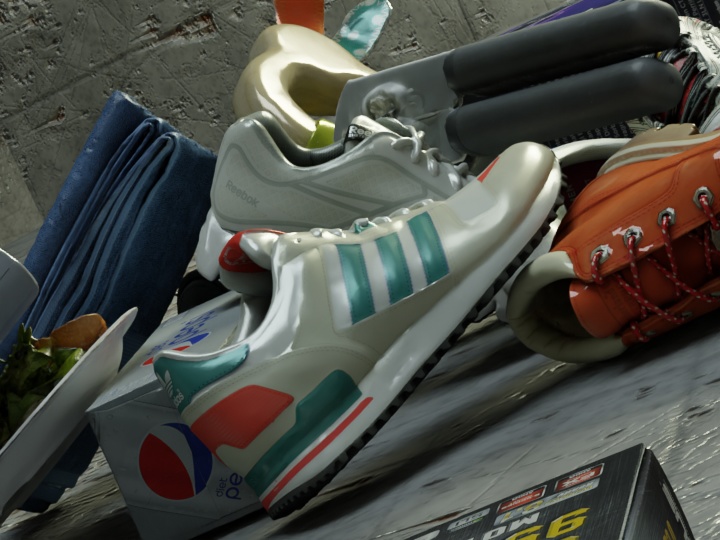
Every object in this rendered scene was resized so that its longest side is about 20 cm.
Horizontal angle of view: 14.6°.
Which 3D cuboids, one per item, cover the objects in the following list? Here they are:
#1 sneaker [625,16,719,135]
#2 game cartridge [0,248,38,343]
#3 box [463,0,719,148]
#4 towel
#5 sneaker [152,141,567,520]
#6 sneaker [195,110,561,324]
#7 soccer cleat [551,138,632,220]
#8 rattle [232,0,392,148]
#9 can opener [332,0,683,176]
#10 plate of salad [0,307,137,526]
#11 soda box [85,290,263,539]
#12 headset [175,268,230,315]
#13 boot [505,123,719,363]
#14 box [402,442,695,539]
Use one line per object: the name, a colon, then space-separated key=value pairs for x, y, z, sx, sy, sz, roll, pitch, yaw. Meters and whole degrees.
sneaker: x=0.150 y=-0.067 z=1.249 sx=0.078 sy=0.082 sz=0.200 roll=-58 pitch=3 yaw=10
game cartridge: x=-0.204 y=0.068 z=1.193 sx=0.200 sy=0.041 sz=0.133 roll=-44 pitch=14 yaw=53
box: x=0.124 y=-0.090 z=1.534 sx=0.199 sy=0.105 sz=0.148 roll=-24 pitch=7 yaw=4
towel: x=-0.129 y=0.020 z=1.355 sx=0.201 sy=0.048 sz=0.112 roll=-64 pitch=-19 yaw=-2
sneaker: x=0.000 y=0.000 z=1.106 sx=0.200 sy=0.093 sz=0.070 roll=-48 pitch=-1 yaw=-27
sneaker: x=0.027 y=-0.023 z=1.227 sx=0.199 sy=0.082 sz=0.075 roll=7 pitch=8 yaw=7
soccer cleat: x=0.054 y=-0.015 z=1.315 sx=0.199 sy=0.070 sz=0.086 roll=-25 pitch=-5 yaw=-12
rattle: x=-0.026 y=-0.054 z=1.444 sx=0.129 sy=0.144 sz=0.200 roll=-4 pitch=34 yaw=-22
can opener: x=0.069 y=-0.075 z=1.256 sx=0.199 sy=0.054 sz=0.067 roll=-12 pitch=-16 yaw=42
plate of salad: x=-0.167 y=0.087 z=1.206 sx=0.200 sy=0.048 sz=0.200 roll=-51 pitch=1 yaw=2
soda box: x=-0.061 y=0.058 z=1.212 sx=0.063 sy=0.069 sz=0.200 roll=-24 pitch=7 yaw=9
headset: x=-0.050 y=0.029 z=1.498 sx=0.199 sy=0.095 sz=0.123 roll=-4 pitch=16 yaw=27
boot: x=0.135 y=-0.011 z=1.069 sx=0.107 sy=0.075 sz=0.200 roll=-40 pitch=11 yaw=-30
box: x=-0.018 y=0.117 z=0.665 sx=0.199 sy=0.049 sz=0.158 roll=-24 pitch=6 yaw=14
